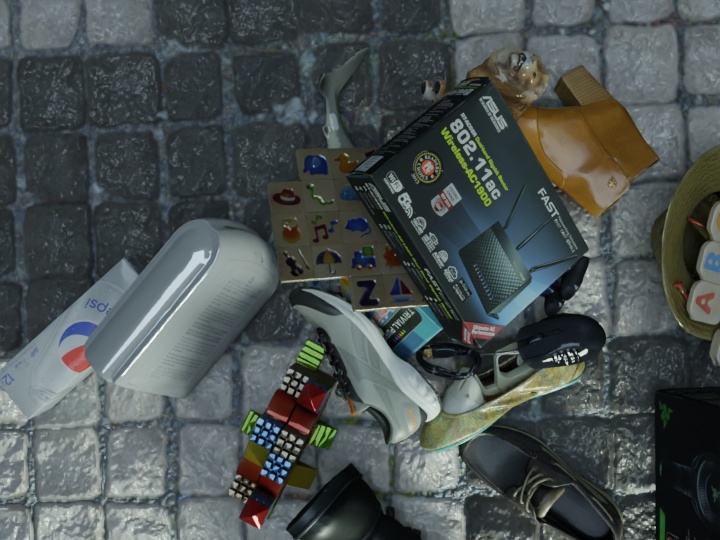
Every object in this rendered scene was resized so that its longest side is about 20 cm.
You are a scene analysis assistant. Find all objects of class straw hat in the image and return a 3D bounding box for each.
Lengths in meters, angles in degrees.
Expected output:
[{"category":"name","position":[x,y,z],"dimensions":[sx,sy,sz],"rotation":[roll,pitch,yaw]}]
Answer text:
[{"category":"straw hat","position":[0.351,-0.035,1.058],"dimensions":[0.199,0.085,0.204],"rotation":[-5,100,-27]}]

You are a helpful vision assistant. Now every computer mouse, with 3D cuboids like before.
[{"category":"computer mouse","position":[0.154,0.077,1.056],"dimensions":[0.197,0.034,0.059],"rotation":[-10,56,6]}]

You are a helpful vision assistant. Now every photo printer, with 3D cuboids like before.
[{"category":"photo printer","position":[-0.176,0.036,1.069],"dimensions":[0.069,0.166,0.200],"rotation":[42,95,22]}]

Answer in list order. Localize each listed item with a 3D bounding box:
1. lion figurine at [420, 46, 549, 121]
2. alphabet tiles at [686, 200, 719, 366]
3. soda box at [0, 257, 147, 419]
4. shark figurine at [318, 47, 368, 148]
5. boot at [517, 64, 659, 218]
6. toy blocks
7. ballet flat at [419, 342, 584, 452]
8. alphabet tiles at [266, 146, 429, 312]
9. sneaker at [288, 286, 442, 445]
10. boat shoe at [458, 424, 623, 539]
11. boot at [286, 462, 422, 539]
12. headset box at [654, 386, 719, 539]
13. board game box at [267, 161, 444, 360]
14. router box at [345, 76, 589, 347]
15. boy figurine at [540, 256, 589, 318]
[{"category":"lion figurine","position":[0.120,-0.127,1.014],"dimensions":[0.121,0.072,0.203],"rotation":[9,90,-20]},{"category":"alphabet tiles","position":[0.417,0.006,1.043],"dimensions":[0.194,0.015,0.202],"rotation":[13,93,-29]},{"category":"soda box","position":[-0.304,0.073,1.126],"dimensions":[0.200,0.068,0.064],"rotation":[-41,88,4]},{"category":"shark figurine","position":[0.008,-0.118,1.106],"dimensions":[0.089,0.128,0.217],"rotation":[-13,72,-20]},{"category":"boot","position":[0.203,-0.112,1.074],"dimensions":[0.200,0.071,0.145],"rotation":[-33,78,-4]},{"category":"toy blocks","position":[-0.085,0.180,1.077],"dimensions":[0.099,0.137,0.202],"rotation":[26,93,3]},{"category":"ballet flat","position":[0.143,0.122,1.090],"dimensions":[0.198,0.071,0.071],"rotation":[-27,89,1]},{"category":"alphabet tiles","position":[0.012,-0.042,0.990],"dimensions":[0.198,0.008,0.169],"rotation":[-4,72,-17]},{"category":"sneaker","position":[-0.005,0.096,1.060],"dimensions":[0.079,0.074,0.200],"rotation":[-44,91,-15]},{"category":"boat shoe","position":[0.197,0.230,1.088],"dimensions":[0.199,0.073,0.075],"rotation":[29,93,3]},{"category":"boot","position":[0.014,0.285,1.048],"dimensions":[0.073,0.198,0.163],"rotation":[-44,82,7]},{"category":"headset box","position":[0.375,0.214,1.017],"dimensions":[0.092,0.200,0.177],"rotation":[-1,92,-12]},{"category":"board game box","position":[0.000,0.000,1.058],"dimensions":[0.200,0.151,0.047],"rotation":[44,65,3]},{"category":"router box","position":[0.102,-0.052,0.942],"dimensions":[0.150,0.062,0.201],"rotation":[-40,109,-16]},{"category":"boy figurine","position":[0.145,-0.040,1.072],"dimensions":[0.199,0.065,0.125],"rotation":[34,136,-5]}]
